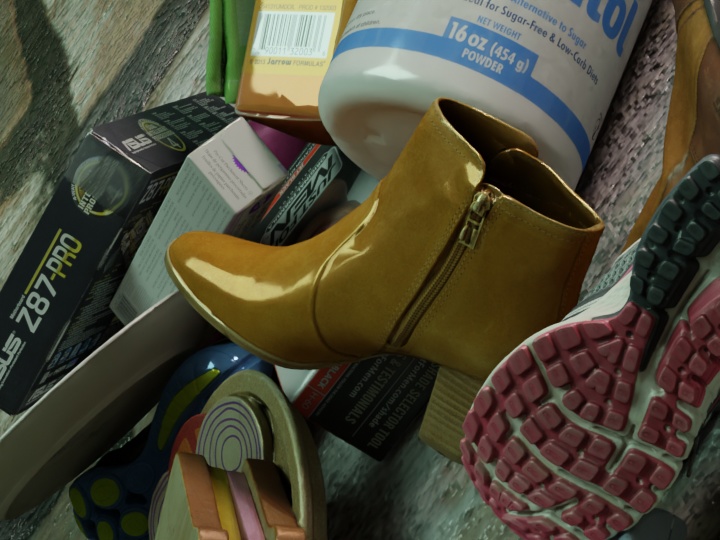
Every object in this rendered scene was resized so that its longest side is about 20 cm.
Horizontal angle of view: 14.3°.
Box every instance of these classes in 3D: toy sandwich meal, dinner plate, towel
[{"bbox_3d":[-0.076,0.141,1.334,0.205,0.070,0.206,-173,90,-67],"label":"toy sandwich meal"},{"bbox_3d":[-0.140,0.075,1.474,0.200,0.024,0.200,-42,-8,-7],"label":"dinner plate"},{"bbox_3d":[-0.054,-0.164,1.587,0.200,0.031,0.150,-13,-80,-75],"label":"towel"}]

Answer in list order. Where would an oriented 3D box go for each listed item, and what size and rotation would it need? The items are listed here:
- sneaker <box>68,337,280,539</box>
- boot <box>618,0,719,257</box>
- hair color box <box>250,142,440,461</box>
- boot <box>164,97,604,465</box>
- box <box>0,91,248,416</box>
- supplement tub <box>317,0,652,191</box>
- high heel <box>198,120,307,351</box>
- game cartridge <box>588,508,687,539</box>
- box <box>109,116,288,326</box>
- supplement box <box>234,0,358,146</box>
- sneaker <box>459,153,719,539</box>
[{"bbox_3d":[-0.087,0.097,1.506,0.083,0.071,0.200,-33,-13,-46],"label":"sneaker"},{"bbox_3d":[0.138,-0.036,1.204,0.188,0.068,0.200,-118,44,-63],"label":"boot"},{"bbox_3d":[0.000,0.000,1.438,0.102,0.061,0.200,-52,23,13],"label":"hair color box"},{"bbox_3d":[0.011,-0.016,1.272,0.071,0.201,0.144,-26,-40,-53],"label":"boot"},{"bbox_3d":[-0.137,-0.013,1.609,0.161,0.049,0.200,-57,-8,18],"label":"box"},{"bbox_3d":[0.072,-0.136,1.369,0.132,0.132,0.200,-14,50,60],"label":"supplement tub"},{"bbox_3d":[-0.075,-0.007,1.584,0.200,0.067,0.096,-46,15,40],"label":"high heel"},{"bbox_3d":[0.058,0.194,1.104,0.133,0.041,0.200,-33,33,54],"label":"game cartridge"},{"bbox_3d":[-0.086,-0.014,1.486,0.039,0.041,0.200,-38,-9,-27],"label":"box"},{"bbox_3d":[-0.002,-0.165,1.428,0.069,0.066,0.201,8,83,40],"label":"supplement box"},{"bbox_3d":[0.118,0.029,1.093,0.200,0.081,0.075,-47,-9,25],"label":"sneaker"}]
